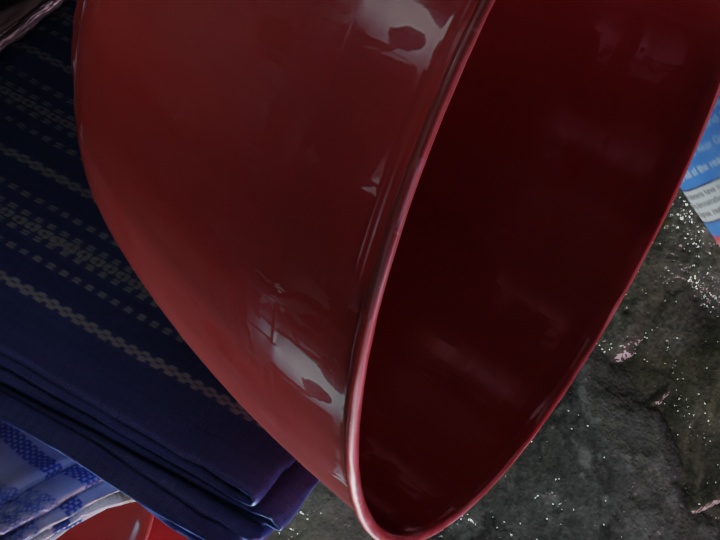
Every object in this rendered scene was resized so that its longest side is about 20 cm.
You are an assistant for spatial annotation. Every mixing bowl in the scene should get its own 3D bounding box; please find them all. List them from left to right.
[{"bbox_3d":[0.006,-0.052,0.541,0.200,0.108,0.201,-53,159,-31],"label":"mixing bowl"}]

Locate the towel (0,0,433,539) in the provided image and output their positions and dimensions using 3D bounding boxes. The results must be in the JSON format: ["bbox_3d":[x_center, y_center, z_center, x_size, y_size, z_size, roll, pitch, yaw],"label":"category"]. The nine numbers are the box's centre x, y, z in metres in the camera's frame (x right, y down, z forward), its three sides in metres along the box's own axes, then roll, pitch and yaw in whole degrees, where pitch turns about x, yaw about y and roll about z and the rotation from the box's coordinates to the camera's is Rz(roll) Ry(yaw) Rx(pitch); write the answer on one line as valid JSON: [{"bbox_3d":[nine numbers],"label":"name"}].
[{"bbox_3d":[-0.043,-0.015,0.639,0.200,0.144,0.024,-49,164,-51],"label":"towel"}]

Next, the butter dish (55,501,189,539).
[{"bbox_3d":[-0.098,0.087,0.751,0.147,0.200,0.200,15,118,-39],"label":"butter dish"}]

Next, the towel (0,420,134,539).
[{"bbox_3d":[-0.119,0.031,0.622,0.200,0.147,0.024,-27,137,-35],"label":"towel"}]

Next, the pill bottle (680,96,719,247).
[{"bbox_3d":[0.117,-0.106,0.789,0.112,0.200,0.112,-35,-178,2],"label":"pill bottle"}]
